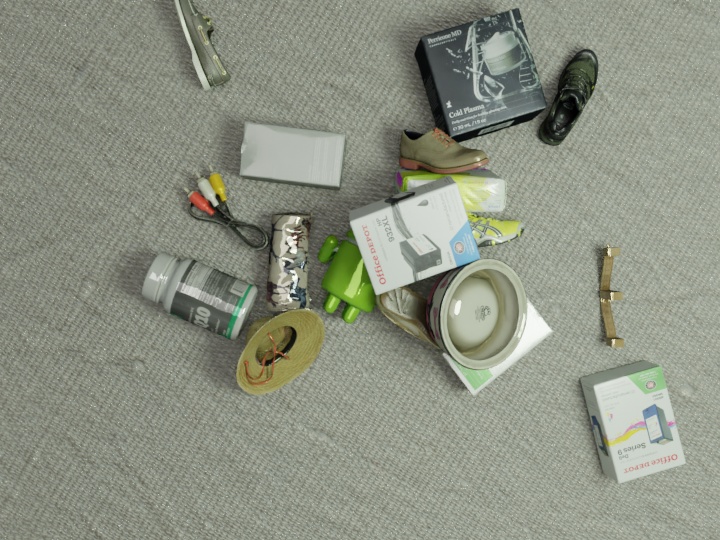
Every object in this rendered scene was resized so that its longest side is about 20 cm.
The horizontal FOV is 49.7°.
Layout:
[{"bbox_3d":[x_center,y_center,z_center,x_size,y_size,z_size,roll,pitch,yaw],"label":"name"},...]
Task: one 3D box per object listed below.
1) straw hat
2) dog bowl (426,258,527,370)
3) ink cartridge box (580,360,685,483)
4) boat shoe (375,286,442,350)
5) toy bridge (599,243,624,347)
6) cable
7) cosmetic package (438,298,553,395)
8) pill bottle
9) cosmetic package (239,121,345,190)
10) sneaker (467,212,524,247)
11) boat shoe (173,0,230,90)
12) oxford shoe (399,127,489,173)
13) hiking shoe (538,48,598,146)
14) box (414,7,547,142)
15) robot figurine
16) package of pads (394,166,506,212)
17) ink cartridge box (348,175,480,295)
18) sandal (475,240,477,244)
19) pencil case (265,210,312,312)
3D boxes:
[{"bbox_3d":[-0.174,0.135,1.504,0.201,0.201,0.085,-47,51,-1],"label":"straw hat"},{"bbox_3d":[0.206,0.076,1.415,0.198,0.074,0.203,-3,97,-29],"label":"dog bowl"},{"bbox_3d":[0.537,0.297,1.536,0.144,0.088,0.202,-14,93,-2],"label":"ink cartridge box"},{"bbox_3d":[0.114,0.089,1.459,0.199,0.066,0.074,36,76,-14],"label":"boat shoe"},{"bbox_3d":[0.496,0.048,1.540,0.027,0.067,0.202,-3,92,-2],"label":"toy bridge"},{"bbox_3d":[-0.267,-0.105,1.506,0.097,0.050,0.200,-41,77,0],"label":"cable"},{"bbox_3d":[0.262,0.139,1.525,0.200,0.085,0.108,-40,89,0],"label":"cosmetic package"},{"bbox_3d":[-0.307,0.046,1.489,0.198,0.113,0.114,23,90,-2],"label":"pill bottle"},{"bbox_3d":[-0.130,-0.220,1.508,0.198,0.090,0.108,9,90,1],"label":"cosmetic package"},{"bbox_3d":[0.224,-0.084,1.526,0.198,0.075,0.077,-7,92,-3],"label":"sneaker"},{"bbox_3d":[-0.310,-0.455,1.506,0.060,0.072,0.204,-19,97,-3],"label":"boat shoe"},{"bbox_3d":[0.146,-0.224,1.432,0.199,0.070,0.076,11,117,40],"label":"oxford shoe"},{"bbox_3d":[0.420,-0.341,1.517,0.075,0.101,0.202,22,90,-3],"label":"hiking shoe"},{"bbox_3d":[0.229,-0.368,1.501,0.198,0.124,0.199,-17,89,-2],"label":"box"},{"bbox_3d":[0.000,0.000,1.498,0.174,0.116,0.201,27,89,-4],"label":"robot figurine"},{"bbox_3d":[0.169,-0.157,1.480,0.198,0.155,0.069,1,105,-2],"label":"package of pads"},{"bbox_3d":[0.094,-0.063,1.381,0.198,0.084,0.146,-19,106,4],"label":"ink cartridge box"},{"bbox_3d":[0.210,0.024,1.504,0.054,0.080,0.202,-10,117,-27],"label":"sandal"},{"bbox_3d":[-0.135,-0.019,1.512,0.088,0.078,0.202,3,91,-19],"label":"pencil case"}]
